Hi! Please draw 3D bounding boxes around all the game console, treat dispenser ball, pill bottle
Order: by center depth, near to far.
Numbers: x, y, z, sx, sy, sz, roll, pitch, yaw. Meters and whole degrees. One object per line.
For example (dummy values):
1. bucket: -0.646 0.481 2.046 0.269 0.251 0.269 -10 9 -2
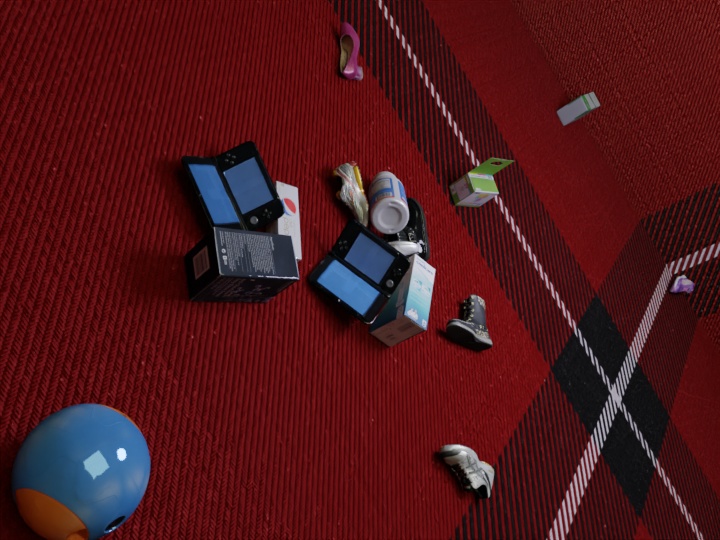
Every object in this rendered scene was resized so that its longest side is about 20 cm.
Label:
1. treat dispenser ball: -0.429 0.312 0.941 0.198 0.199 0.206 21 55 -33
2. game console: -0.289 -0.194 1.400 0.169 0.119 0.204 -25 85 -5
3. game console: 0.000 0.000 1.528 0.198 0.174 0.119 35 18 5
4. pill bottle: 0.077 -0.201 1.732 0.111 0.112 0.202 36 26 -23

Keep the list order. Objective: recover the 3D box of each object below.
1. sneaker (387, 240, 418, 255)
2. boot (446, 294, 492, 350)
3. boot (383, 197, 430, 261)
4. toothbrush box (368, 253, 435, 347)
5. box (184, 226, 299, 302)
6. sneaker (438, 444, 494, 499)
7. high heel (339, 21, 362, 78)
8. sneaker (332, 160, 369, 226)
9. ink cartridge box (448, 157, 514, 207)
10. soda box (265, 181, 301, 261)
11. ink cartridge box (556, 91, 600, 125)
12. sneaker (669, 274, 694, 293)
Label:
1. sneaker: 0.067 -0.036 1.658 0.194 0.070 0.083 -8 87 -8
2. boot: 0.323 0.144 1.837 0.201 0.073 0.157 28 49 -38
3. boot: 0.124 -0.121 1.785 0.155 0.079 0.217 2 68 -42
4. toothbrush box: 0.113 0.080 1.619 0.084 0.145 0.204 33 48 -25
5. box: -0.257 -0.007 1.314 0.196 0.147 0.110 3 66 -41
6. sneaker: 0.281 0.529 1.586 0.198 0.075 0.089 36 47 -23
7. high heel: -0.049 -0.712 1.952 0.095 0.066 0.206 -4 83 -55
8. sneaker: -0.027 -0.198 1.701 0.080 0.078 0.206 -16 87 -10
9. ink cartridge box: 0.423 -0.299 2.075 0.145 0.199 0.078 -3 69 -43
10. soda box: -0.193 -0.113 1.494 0.067 0.063 0.205 14 59 -37
11. ink cartridge box: 1.086 -0.806 3.014 0.198 0.145 0.085 -28 89 -46
12. sneaker: 1.653 0.081 3.099 0.197 0.082 0.088 -13 42 -46
